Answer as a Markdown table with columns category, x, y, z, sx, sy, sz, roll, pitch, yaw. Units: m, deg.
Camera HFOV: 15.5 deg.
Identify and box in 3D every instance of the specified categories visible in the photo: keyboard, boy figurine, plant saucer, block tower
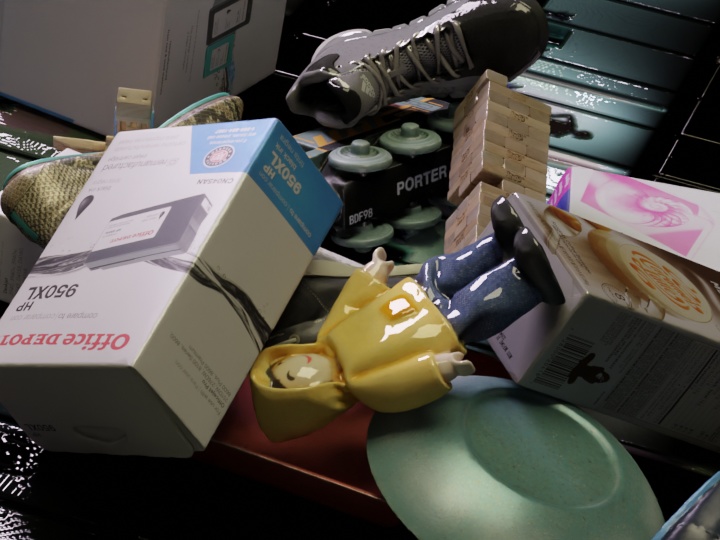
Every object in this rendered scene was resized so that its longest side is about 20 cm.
| category | x | y | z | sx | sy | sz | roll | pitch | yaw |
| --- | --- | --- | --- | --- | --- | --- | --- | --- | --- |
| keyboard | 0.000 | 0.000 | 1.772 | 0.056 | 0.011 | 0.200 | 32 | 5 | 31 |
| boy figurine | 0.020 | 0.033 | 1.602 | 0.200 | 0.064 | 0.124 | -29 | 44 | 0 |
| plant saucer | -0.019 | 0.089 | 1.681 | 0.199 | 0.037 | 0.200 | 18 | 29 | 17 |
| block tower | 0.095 | -0.046 | 1.854 | 0.058 | 0.054 | 0.200 | 21 | 47 | -18 |
| plant saucer | 0.103 | 0.120 | 1.603 | 0.200 | 0.039 | 0.201 | 18 | 32 | -12 |

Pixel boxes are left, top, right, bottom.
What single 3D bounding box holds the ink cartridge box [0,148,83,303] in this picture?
| category | x | y | z | sx | sy | sz | roll | pitch | yaw |
| --- | --- | --- | --- | --- | --- | --- | --- | --- | --- |
| ink cartridge box | -0.182 | -0.018 | 1.795 | 0.200 | 0.067 | 0.116 | 20 | 31 | 20 |

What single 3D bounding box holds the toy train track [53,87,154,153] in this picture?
| category | x | y | z | sx | sy | sz | roll | pitch | yaw |
| --- | --- | --- | --- | --- | --- | --- | --- | --- | --- |
| toy train track | -0.160 | -0.082 | 1.853 | 0.114 | 0.033 | 0.200 | 7 | -15 | -4 |

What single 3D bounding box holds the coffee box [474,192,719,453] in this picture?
| category | x | y | z | sx | sy | sz | roll | pitch | yaw |
| --- | --- | --- | --- | --- | --- | --- | --- | --- | --- |
| coffee box | 0.171 | 0.036 | 1.698 | 0.200 | 0.080 | 0.114 | 19 | 26 | -37 |

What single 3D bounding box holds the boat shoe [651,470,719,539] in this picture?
| category | x | y | z | sx | sy | sz | roll | pitch | yaw |
| --- | --- | --- | --- | --- | --- | --- | --- | --- | --- |
| boat shoe | 0.198 | 0.182 | 1.547 | 0.069 | 0.084 | 0.200 | 37 | 55 | 16 |

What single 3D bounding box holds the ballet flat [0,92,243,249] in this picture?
| category | x | y | z | sx | sy | sz | roll | pitch | yaw |
| --- | --- | --- | --- | --- | --- | --- | --- | --- | --- |
| ballet flat | -0.143 | -0.055 | 1.752 | 0.200 | 0.068 | 0.075 | -23 | 63 | -36 |

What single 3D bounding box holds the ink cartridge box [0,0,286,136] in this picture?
| category | x | y | z | sx | sy | sz | roll | pitch | yaw |
| --- | --- | --- | --- | --- | --- | --- | --- | --- | --- |
| ink cartridge box | -0.166 | -0.210 | 2.067 | 0.146 | 0.146 | 0.200 | 21 | 30 | 20 |

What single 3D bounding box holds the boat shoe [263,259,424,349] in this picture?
| category | x | y | z | sx | sy | sz | roll | pitch | yaw |
| --- | --- | --- | --- | --- | --- | --- | --- | --- | --- |
| boat shoe | 0.013 | 0.034 | 1.705 | 0.199 | 0.072 | 0.068 | 0 | 66 | -29 |

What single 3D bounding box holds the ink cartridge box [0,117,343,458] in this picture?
| category | x | y | z | sx | sy | sz | roll | pitch | yaw |
| --- | --- | --- | --- | --- | --- | --- | --- | --- | --- |
| ink cartridge box | -0.123 | 0.010 | 1.614 | 0.144 | 0.084 | 0.200 | -2 | 47 | 40 |

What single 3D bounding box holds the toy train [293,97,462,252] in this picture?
| category | x | y | z | sx | sy | sz | roll | pitch | yaw |
| --- | --- | --- | --- | --- | --- | --- | --- | --- | --- |
| toy train | 0.012 | -0.076 | 1.951 | 0.114 | 0.085 | 0.200 | 17 | 29 | 41 |

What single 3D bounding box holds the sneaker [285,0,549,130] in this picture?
| category | x | y | z | sx | sy | sz | roll | pitch | yaw |
| --- | --- | --- | --- | --- | --- | --- | --- | --- | --- |
| sneaker | 0.034 | -0.141 | 1.914 | 0.200 | 0.075 | 0.115 | -14 | 16 | 31 |

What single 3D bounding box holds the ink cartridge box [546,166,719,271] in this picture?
| category | x | y | z | sx | sy | sz | roll | pitch | yaw |
| --- | --- | --- | --- | --- | --- | --- | --- | --- | --- |
| ink cartridge box | 0.190 | -0.011 | 1.917 | 0.199 | 0.043 | 0.197 | 10 | 29 | 0 |
